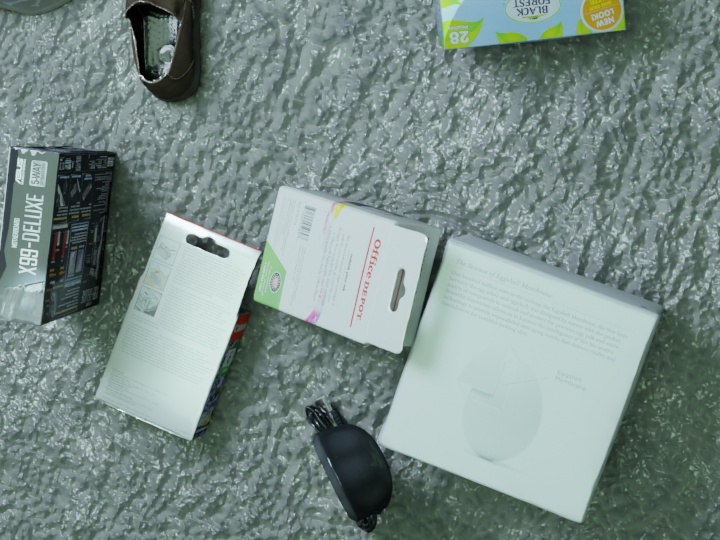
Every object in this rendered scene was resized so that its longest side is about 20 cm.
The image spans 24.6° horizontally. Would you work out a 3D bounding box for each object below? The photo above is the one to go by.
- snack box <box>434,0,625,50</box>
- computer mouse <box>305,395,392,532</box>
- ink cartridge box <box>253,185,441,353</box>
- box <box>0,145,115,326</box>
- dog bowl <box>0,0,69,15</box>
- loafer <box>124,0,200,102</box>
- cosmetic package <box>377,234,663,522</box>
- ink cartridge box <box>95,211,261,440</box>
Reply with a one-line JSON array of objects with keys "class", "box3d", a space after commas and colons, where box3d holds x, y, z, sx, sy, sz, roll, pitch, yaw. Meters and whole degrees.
[{"class": "snack box", "box3d": [0.145, -0.307, 1.490, 0.169, 0.068, 0.200, -7, 103, 0]}, {"class": "computer mouse", "box3d": [-0.004, 0.177, 1.523, 0.053, 0.200, 0.139, -25, 86, -2]}, {"class": "ink cartridge box", "box3d": [0.000, 0.000, 1.523, 0.200, 0.067, 0.117, 20, 100, 44]}, {"class": "box", "box3d": [-0.286, -0.037, 1.562, 0.050, 0.200, 0.158, 8, 96, 5]}, {"class": "dog bowl", "box3d": [-0.344, -0.353, 1.627, 0.200, 0.059, 0.200, 1, 95, 12]}, {"class": "loafer", "box3d": [-0.191, -0.264, 1.592, 0.073, 0.071, 0.200, -8, 92, 12]}, {"class": "cosmetic package", "box3d": [0.149, 0.093, 1.515, 0.199, 0.123, 0.200, 21, 99, 10]}, {"class": "ink cartridge box", "box3d": [-0.172, 0.053, 1.620, 0.109, 0.050, 0.200, 23, 97, 10]}]
